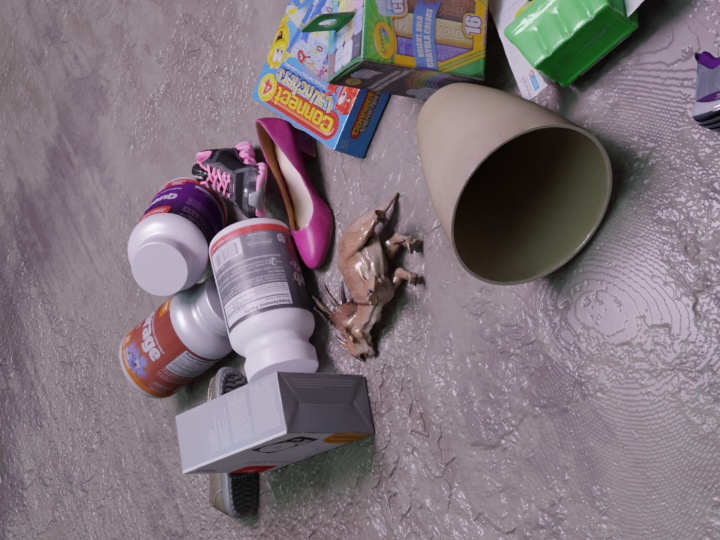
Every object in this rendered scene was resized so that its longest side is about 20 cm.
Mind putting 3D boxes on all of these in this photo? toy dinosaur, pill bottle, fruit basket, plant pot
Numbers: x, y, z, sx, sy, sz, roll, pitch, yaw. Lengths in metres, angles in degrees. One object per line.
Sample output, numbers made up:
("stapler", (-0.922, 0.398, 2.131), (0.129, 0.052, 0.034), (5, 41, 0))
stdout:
("toy dinosaur", (0.000, 0.000, 1.385), (0.135, 0.085, 0.203), (-17, 66, 48))
("pill bottle", (-0.124, 0.044, 1.470), (0.115, 0.115, 0.202), (-34, 61, 35))
("pill bottle", (-0.253, -0.045, 1.551), (0.113, 0.112, 0.201), (-53, 11, 23))
("pill bottle", (-0.242, 0.089, 1.579), (0.199, 0.111, 0.113), (-37, 59, 34))
("fruit basket", (0.223, -0.309, 1.233), (0.185, 0.093, 0.202), (-40, 42, 32))
("plant pot", (0.140, -0.119, 1.217), (0.189, 0.186, 0.201), (-57, 37, 20))

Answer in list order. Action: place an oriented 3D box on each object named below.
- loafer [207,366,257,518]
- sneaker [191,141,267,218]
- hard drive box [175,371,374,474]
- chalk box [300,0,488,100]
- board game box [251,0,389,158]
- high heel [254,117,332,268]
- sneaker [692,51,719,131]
("loafer", (-0.187, 0.233, 1.526), (0.069, 0.075, 0.203), (-12, 75, 37))
("sneaker", (-0.180, -0.122, 1.523), (0.200, 0.094, 0.080), (-130, 45, -64))
("hard drive box", (-0.108, 0.192, 1.403), (0.199, 0.155, 0.078), (-26, 67, 39))
("chalk box", (0.033, -0.279, 1.295), (0.124, 0.197, 0.126), (169, 106, -68))
("board game box", (-0.036, -0.279, 1.481), (0.199, 0.055, 0.198), (35, 107, 41))
("high heel", (-0.093, -0.103, 1.478), (0.067, 0.095, 0.203), (-16, 72, 41))
("sneaker", (0.395, -0.200, 1.043), (0.198, 0.074, 0.089), (-16, 67, 42))
